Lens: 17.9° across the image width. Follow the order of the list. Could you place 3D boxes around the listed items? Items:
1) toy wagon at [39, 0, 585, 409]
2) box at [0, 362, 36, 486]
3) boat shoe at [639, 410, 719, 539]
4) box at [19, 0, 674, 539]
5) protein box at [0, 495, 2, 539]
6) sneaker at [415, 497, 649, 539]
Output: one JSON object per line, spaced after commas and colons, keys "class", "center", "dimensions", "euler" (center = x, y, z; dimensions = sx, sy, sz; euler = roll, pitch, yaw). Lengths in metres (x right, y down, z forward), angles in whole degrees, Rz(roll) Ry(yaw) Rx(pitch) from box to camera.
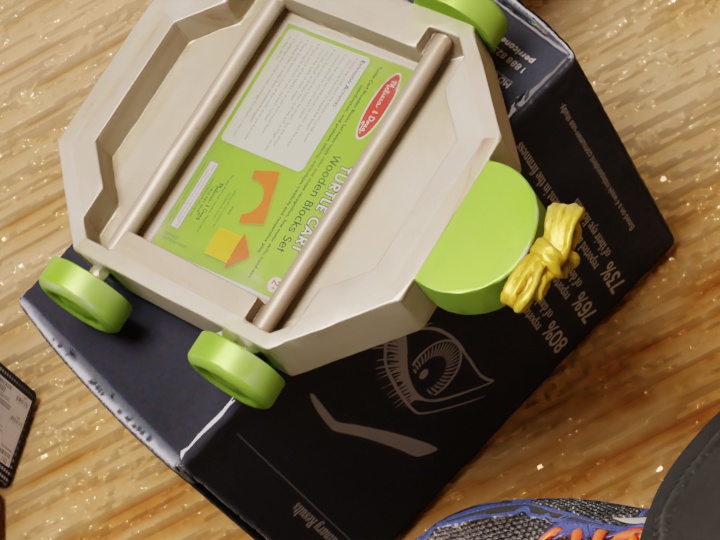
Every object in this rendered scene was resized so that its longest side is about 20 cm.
{"class": "toy wagon", "center": [-0.011, -0.029, 0.756], "dimensions": [0.199, 0.040, 0.156], "euler": [25, 76, 32]}
{"class": "box", "center": [-0.245, 0.021, 0.911], "dimensions": [0.160, 0.200, 0.044], "euler": [6, 66, 26]}
{"class": "boat shoe", "center": [0.155, 0.045, 0.754], "dimensions": [0.073, 0.063, 0.201], "euler": [25, 46, 33]}
{"class": "box", "center": [0.000, 0.000, 0.848], "dimensions": [0.200, 0.148, 0.104], "euler": [-45, 56, -5]}
{"class": "protein box", "center": [-0.255, 0.172, 0.873], "dimensions": [0.199, 0.135, 0.199], "euler": [-15, 59, 16]}
{"class": "sneaker", "center": [0.106, 0.109, 0.786], "dimensions": [0.199, 0.078, 0.076], "euler": [4, 65, 25]}
